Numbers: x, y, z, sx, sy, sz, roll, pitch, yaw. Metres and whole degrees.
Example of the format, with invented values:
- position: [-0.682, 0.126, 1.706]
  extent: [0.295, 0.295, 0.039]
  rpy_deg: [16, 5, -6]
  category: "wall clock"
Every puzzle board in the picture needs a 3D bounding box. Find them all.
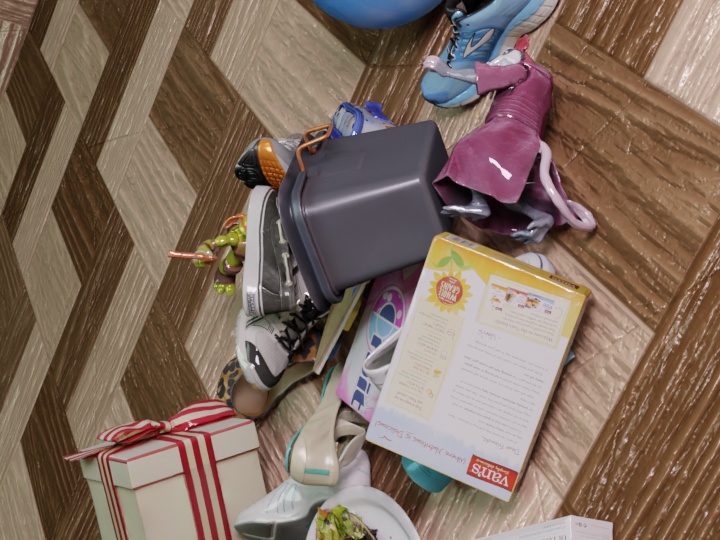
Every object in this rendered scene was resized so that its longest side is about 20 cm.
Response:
- position: [0.000, 0.000, 1.440]
  extent: [0.200, 0.017, 0.151]
  rpy_deg: [-76, 12, -56]
  category: "puzzle board"

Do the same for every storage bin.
- position: [0.013, -0.075, 1.278]
  extent: [0.134, 0.146, 0.200]
  rpy_deg: [-15, 23, 14]
  category: "storage bin"

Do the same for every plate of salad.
- position: [-0.004, 0.312, 1.318]
  extent: [0.200, 0.048, 0.201]
  rpy_deg: [-6, 82, 49]
  category: "plate of salad"

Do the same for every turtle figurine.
- position: [-0.146, -0.027, 1.646]
  extent: [0.161, 0.199, 0.065]
  rpy_deg: [109, 140, -60]
  category: "turtle figurine"

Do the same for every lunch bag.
- position: [-0.013, -0.110, 1.494]
  extent: [0.200, 0.075, 0.161]
  rpy_deg: [-120, 50, -75]
  category: "lunch bag"

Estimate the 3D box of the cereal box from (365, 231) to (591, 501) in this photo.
- position: [0.101, 0.084, 1.183]
  extent: [0.040, 0.143, 0.201]
  rpy_deg: [-25, -45, -69]
  category: "cereal box"

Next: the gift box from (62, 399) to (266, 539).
- position: [-0.227, 0.259, 1.574]
  extent: [0.200, 0.184, 0.188]
  rpy_deg: [-5, 98, 54]
  category: "gift box"

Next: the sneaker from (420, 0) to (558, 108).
- position: [0.113, -0.250, 1.366]
  extent: [0.200, 0.090, 0.079]
  rpy_deg: [-52, 37, 37]
  category: "sneaker"

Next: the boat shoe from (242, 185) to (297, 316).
- position: [-0.094, -0.022, 1.504]
  extent: [0.200, 0.063, 0.071]
  rpy_deg: [-91, -2, -47]
  category: "boat shoe"

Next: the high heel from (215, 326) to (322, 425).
- position: [-0.110, 0.145, 1.592]
  extent: [0.201, 0.071, 0.143]
  rpy_deg: [-64, 29, 8]
  category: "high heel"

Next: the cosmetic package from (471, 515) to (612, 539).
- position: [0.130, 0.266, 1.138]
  extent: [0.200, 0.050, 0.083]
  rpy_deg: [-31, 52, 52]
  category: "cosmetic package"

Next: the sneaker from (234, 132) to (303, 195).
- position: [-0.094, -0.132, 1.611]
  extent: [0.200, 0.075, 0.092]
  rpy_deg: [66, -141, -74]
  category: "sneaker"

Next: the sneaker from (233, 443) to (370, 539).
- position: [-0.057, 0.249, 1.460]
  extent: [0.200, 0.070, 0.080]
  rpy_deg: [-26, 38, 38]
  category: "sneaker"

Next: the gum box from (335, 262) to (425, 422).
- position: [0.056, 0.057, 1.347]
  extent: [0.113, 0.066, 0.201]
  rpy_deg: [30, 103, 61]
  category: "gum box"

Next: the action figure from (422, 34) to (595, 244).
- position: [0.139, -0.134, 1.230]
  extent: [0.148, 0.134, 0.201]
  rpy_deg: [-5, 60, 42]
  category: "action figure"

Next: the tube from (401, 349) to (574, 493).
- position: [0.116, 0.120, 1.238]
  extent: [0.200, 0.050, 0.078]
  rpy_deg: [-51, 44, 23]
  category: "tube"

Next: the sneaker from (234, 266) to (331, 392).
- position: [-0.078, 0.045, 1.512]
  extent: [0.087, 0.076, 0.201]
  rpy_deg: [-11, 45, 28]
  category: "sneaker"

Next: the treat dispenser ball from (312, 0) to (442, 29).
- position: [0.018, -0.366, 1.471]
  extent: [0.201, 0.200, 0.202]
  rpy_deg: [-34, 49, 50]
  category: "treat dispenser ball"

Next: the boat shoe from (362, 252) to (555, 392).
- position: [0.088, 0.049, 1.232]
  extent: [0.200, 0.067, 0.074]
  rpy_deg: [-44, 32, 9]
  category: "boat shoe"

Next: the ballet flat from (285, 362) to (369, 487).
- position: [-0.020, 0.161, 1.410]
  extent: [0.070, 0.069, 0.200]
  rpy_deg: [-55, 3, 31]
  category: "ballet flat"
